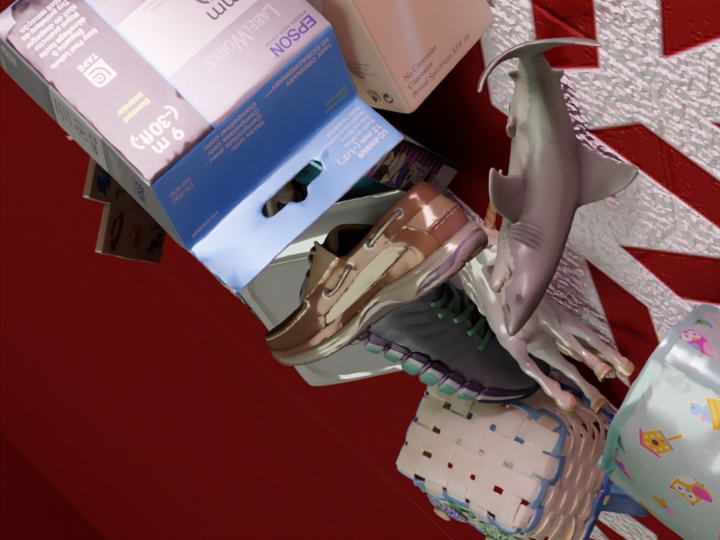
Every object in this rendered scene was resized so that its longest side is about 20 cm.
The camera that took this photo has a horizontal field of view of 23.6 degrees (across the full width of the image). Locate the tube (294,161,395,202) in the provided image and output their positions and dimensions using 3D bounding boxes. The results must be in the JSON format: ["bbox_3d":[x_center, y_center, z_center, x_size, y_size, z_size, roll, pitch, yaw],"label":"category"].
[{"bbox_3d":[-0.006,-0.067,1.310,0.200,0.050,0.077,36,159,-10],"label":"tube"}]

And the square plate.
[{"bbox_3d":[0.002,0.023,1.341,0.198,0.028,0.200,-11,137,23],"label":"square plate"}]

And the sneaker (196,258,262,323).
[{"bbox_3d":[-0.097,-0.012,1.555,0.200,0.076,0.077,45,-179,-10],"label":"sneaker"}]

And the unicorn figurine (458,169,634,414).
[{"bbox_3d":[0.124,0.034,1.215,0.137,0.074,0.200,47,174,19],"label":"unicorn figurine"}]

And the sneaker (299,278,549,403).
[{"bbox_3d":[0.058,0.033,1.267,0.200,0.074,0.088,19,135,-12],"label":"sneaker"}]

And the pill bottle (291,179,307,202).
[{"bbox_3d":[-0.093,-0.058,1.383,0.200,0.112,0.112,51,157,-24],"label":"pill bottle"}]

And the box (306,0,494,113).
[{"bbox_3d":[-0.009,-0.198,1.003,0.078,0.095,0.200,18,150,44],"label":"box"}]

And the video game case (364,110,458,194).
[{"bbox_3d":[-0.040,-0.120,1.173,0.200,0.036,0.181,35,-172,15],"label":"video game case"}]

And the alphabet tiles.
[{"bbox_3d":[-0.142,-0.106,1.196,0.008,0.200,0.167,11,179,17],"label":"alphabet tiles"}]

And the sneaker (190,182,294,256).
[{"bbox_3d":[-0.104,-0.065,1.199,0.075,0.088,0.200,31,163,27],"label":"sneaker"}]

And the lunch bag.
[{"bbox_3d":[0.254,0.115,1.125,0.170,0.122,0.200,36,164,14],"label":"lunch bag"}]

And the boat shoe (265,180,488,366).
[{"bbox_3d":[0.000,0.000,1.184,0.200,0.076,0.072,-34,95,36],"label":"boat shoe"}]

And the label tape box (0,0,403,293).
[{"bbox_3d":[-0.091,-0.108,0.986,0.200,0.143,0.066,44,164,11],"label":"label tape box"}]

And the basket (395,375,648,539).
[{"bbox_3d":[0.129,0.150,1.396,0.176,0.139,0.200,25,-171,33],"label":"basket"}]

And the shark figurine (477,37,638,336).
[{"bbox_3d":[0.127,-0.076,1.066,0.089,0.128,0.215,8,130,13],"label":"shark figurine"}]
